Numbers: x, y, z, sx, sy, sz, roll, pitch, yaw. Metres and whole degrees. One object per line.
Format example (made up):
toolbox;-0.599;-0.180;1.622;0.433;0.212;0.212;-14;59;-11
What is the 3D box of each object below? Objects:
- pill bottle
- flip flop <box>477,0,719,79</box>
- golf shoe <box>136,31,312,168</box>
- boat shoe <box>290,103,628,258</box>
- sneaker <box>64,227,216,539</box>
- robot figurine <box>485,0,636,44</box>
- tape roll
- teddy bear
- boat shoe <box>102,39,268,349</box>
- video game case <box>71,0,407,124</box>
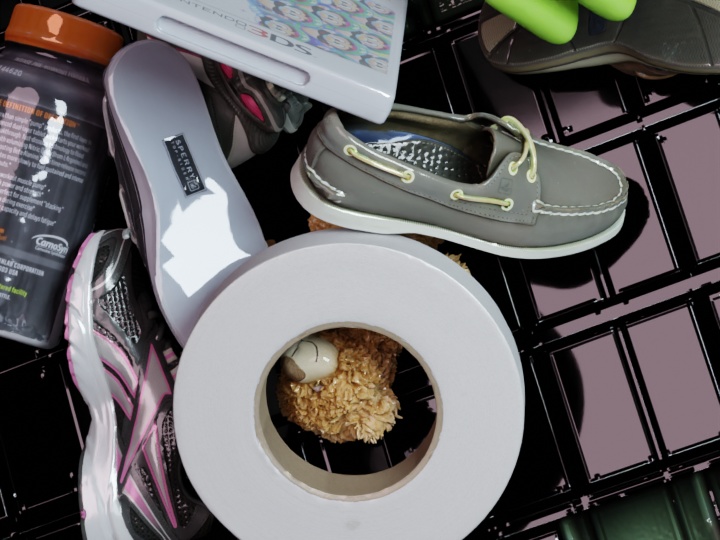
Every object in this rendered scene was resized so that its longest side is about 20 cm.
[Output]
pill bottle;-0.207;-0.060;1.556;0.106;0.106;0.200;16;87;21
flip flop;0.161;-0.141;1.469;0.200;0.058;0.081;-3;71;35
golf shoe;-0.113;-0.153;1.557;0.088;0.077;0.200;-33;71;19
boat shoe;0.064;-0.055;1.429;0.202;0.060;0.072;6;48;-19
sneaker;-0.123;0.073;1.530;0.086;0.080;0.200;-5;89;10
robot figurine;0.116;-0.232;1.427;0.175;0.116;0.200;-20;56;42
tape roll;-0.006;0.076;1.441;0.203;0.037;0.203;1;106;3
teddy bear;0.000;0.000;1.494;0.145;0.067;0.200;36;94;23
boat shoe;-0.109;-0.035;1.501;0.074;0.068;0.199;-22;88;-18
video game case;-0.062;-0.162;1.447;0.182;0.200;0.024;21;116;-6
